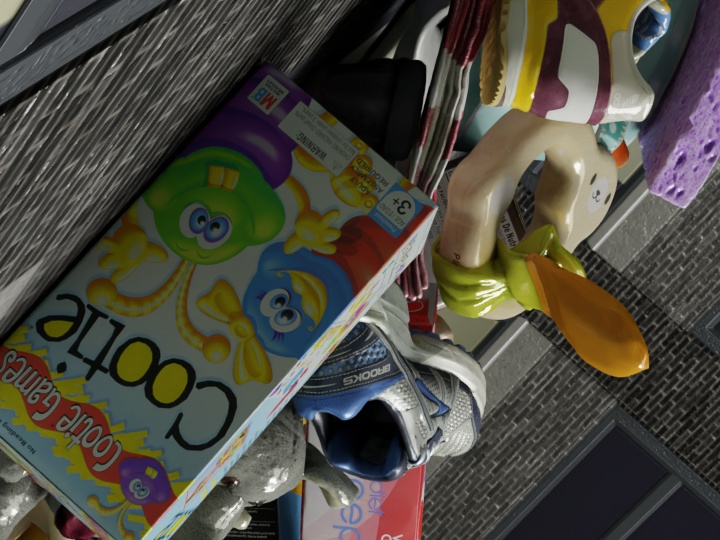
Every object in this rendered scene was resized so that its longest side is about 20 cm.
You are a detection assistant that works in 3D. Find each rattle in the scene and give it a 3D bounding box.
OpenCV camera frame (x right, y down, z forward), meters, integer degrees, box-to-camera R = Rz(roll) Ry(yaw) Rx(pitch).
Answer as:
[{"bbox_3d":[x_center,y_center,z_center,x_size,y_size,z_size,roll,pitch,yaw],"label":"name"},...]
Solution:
[{"bbox_3d":[0.141,-0.036,1.237,0.143,0.130,0.200,8,-158,39],"label":"rattle"}]

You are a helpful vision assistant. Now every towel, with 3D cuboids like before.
[{"bbox_3d":[0.045,-0.090,1.181,0.144,0.023,0.200,-83,-173,-81],"label":"towel"}]

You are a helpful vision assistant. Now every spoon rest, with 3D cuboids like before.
[{"bbox_3d":[0.045,-0.124,1.328,0.200,0.061,0.099,132,-32,-53],"label":"spoon rest"}]

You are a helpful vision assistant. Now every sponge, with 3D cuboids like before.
[{"bbox_3d":[0.203,-0.120,1.376,0.200,0.030,0.112,-85,-161,-69],"label":"sponge"}]

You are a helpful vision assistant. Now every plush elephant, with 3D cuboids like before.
[{"bbox_3d":[-0.093,0.103,1.157,0.155,0.165,0.200,8,-114,46],"label":"plush elephant"}]

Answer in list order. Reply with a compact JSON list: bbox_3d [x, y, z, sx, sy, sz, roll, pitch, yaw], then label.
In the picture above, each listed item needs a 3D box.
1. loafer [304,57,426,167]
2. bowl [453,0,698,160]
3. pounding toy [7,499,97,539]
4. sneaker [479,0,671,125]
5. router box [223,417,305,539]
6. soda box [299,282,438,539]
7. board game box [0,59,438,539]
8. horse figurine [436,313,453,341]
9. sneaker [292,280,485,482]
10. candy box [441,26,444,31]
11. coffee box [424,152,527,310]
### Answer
[{"bbox_3d":[-0.004,-0.088,1.245,0.200,0.063,0.072,150,-50,-84],"label":"loafer"},{"bbox_3d":[0.137,-0.146,1.405,0.201,0.105,0.201,-156,-90,-84],"label":"bowl"},{"bbox_3d":[-0.185,0.206,1.320,0.200,0.184,0.142,-48,-170,-7],"label":"pounding toy"},{"bbox_3d":[0.115,-0.148,1.173,0.075,0.090,0.200,106,-4,-50],"label":"sneaker"},{"bbox_3d":[-0.041,0.143,1.433,0.200,0.051,0.149,-30,118,-71],"label":"router box"},{"bbox_3d":[0.003,0.106,1.293,0.063,0.070,0.200,-80,174,-67],"label":"soda box"},{"bbox_3d":[-0.072,0.022,1.015,0.200,0.103,0.105,-49,175,-11],"label":"board game box"},{"bbox_3d":[0.028,0.077,1.449,0.200,0.050,0.133,-49,154,-65],"label":"horse figurine"},{"bbox_3d":[0.008,0.071,1.155,0.077,0.085,0.200,-8,156,22],"label":"sneaker"},{"bbox_3d":[0.029,-0.092,1.617,0.115,0.055,0.200,-47,176,-39],"label":"candy box"},{"bbox_3d":[0.000,0.000,1.362,0.200,0.080,0.113,-22,177,-1],"label":"coffee box"}]
